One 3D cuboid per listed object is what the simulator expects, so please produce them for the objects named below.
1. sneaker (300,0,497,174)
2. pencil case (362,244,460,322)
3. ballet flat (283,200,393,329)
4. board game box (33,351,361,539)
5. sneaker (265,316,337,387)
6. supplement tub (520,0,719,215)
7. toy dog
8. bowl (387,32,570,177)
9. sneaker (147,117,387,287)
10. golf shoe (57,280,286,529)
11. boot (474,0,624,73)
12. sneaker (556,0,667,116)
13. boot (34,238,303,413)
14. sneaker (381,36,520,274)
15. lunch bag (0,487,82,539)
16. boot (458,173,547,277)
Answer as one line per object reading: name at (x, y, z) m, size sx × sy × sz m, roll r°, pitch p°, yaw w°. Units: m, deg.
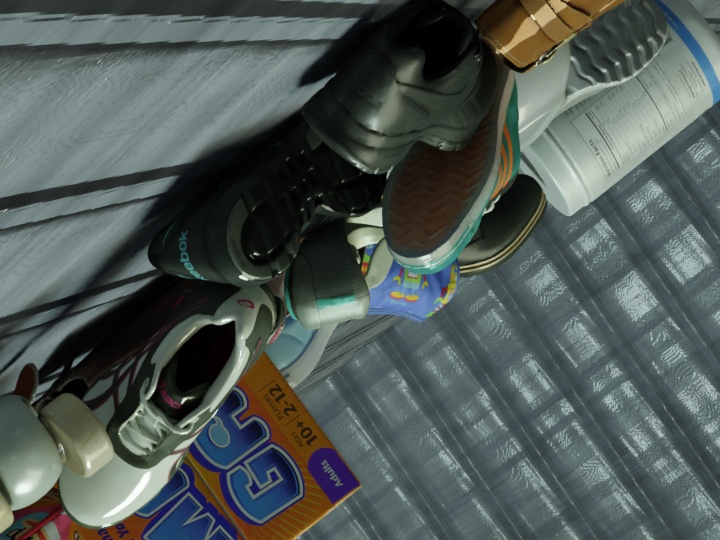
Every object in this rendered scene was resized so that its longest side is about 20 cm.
sneaker at (0.045, -0.119, 0.985) m, size 0.091 × 0.076 × 0.200 m, roll -53°, pitch 172°, yaw 29°
pencil case at (0.000, 0.000, 1.322) m, size 0.078 × 0.088 × 0.199 m, roll -11°, pitch 172°, yaw 34°
ballet flat at (-0.005, -0.025, 1.091) m, size 0.063 × 0.068 × 0.200 m, roll -8°, pitch -152°, yaw 12°
board game box at (-0.151, 0.167, 1.342) m, size 0.199 × 0.201 × 0.200 m, roll -36°, pitch 174°, yaw -18°
sneaker at (-0.061, 0.020, 1.434) m, size 0.073 × 0.082 × 0.200 m, roll -18°, pitch -154°, yaw 18°
supplement tub at (0.233, -0.161, 1.531) m, size 0.200 × 0.132 × 0.132 m, roll -38°, pitch 174°, yaw -1°
toy dog at (-0.234, 0.103, 1.005) m, size 0.199 × 0.097 × 0.132 m, roll -23°, pitch -170°, yaw 44°
bowl at (0.076, -0.107, 1.255) m, size 0.199 × 0.075 × 0.200 m, roll -37°, pitch 176°, yaw -10°
sneaker at (-0.054, -0.049, 1.008) m, size 0.079 × 0.076 × 0.200 m, roll -11°, pitch -164°, yaw 36°
golf shoe at (-0.127, 0.081, 1.008) m, size 0.201 × 0.077 × 0.088 m, roll -53°, pitch -176°, yaw 11°
boot at (0.153, -0.181, 1.050) m, size 0.155 × 0.077 × 0.200 m, roll -47°, pitch 167°, yaw 10°
sneaker at (0.169, -0.175, 1.412) m, size 0.199 × 0.075 × 0.082 m, roll -31°, pitch -172°, yaw -6°
boot at (-0.129, 0.045, 1.154) m, size 0.166 × 0.073 × 0.200 m, roll -36°, pitch 178°, yaw -44°
sneaker at (0.070, -0.062, 1.087) m, size 0.071 × 0.080 × 0.201 m, roll 2°, pitch -133°, yaw 24°
lunch bag at (-0.291, 0.212, 1.085) m, size 0.199 × 0.083 × 0.176 m, roll -4°, pitch -159°, yaw 40°
boot at (0.078, -0.056, 1.458) m, size 0.199 × 0.078 × 0.139 m, roll -33°, pitch 146°, yaw -15°
